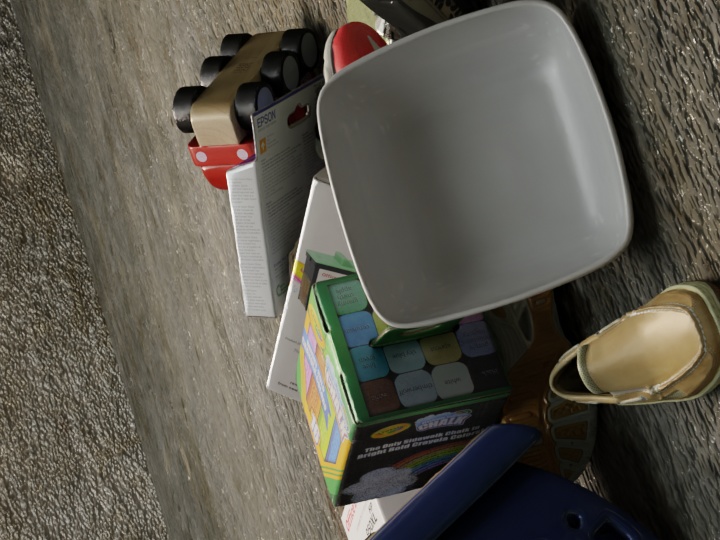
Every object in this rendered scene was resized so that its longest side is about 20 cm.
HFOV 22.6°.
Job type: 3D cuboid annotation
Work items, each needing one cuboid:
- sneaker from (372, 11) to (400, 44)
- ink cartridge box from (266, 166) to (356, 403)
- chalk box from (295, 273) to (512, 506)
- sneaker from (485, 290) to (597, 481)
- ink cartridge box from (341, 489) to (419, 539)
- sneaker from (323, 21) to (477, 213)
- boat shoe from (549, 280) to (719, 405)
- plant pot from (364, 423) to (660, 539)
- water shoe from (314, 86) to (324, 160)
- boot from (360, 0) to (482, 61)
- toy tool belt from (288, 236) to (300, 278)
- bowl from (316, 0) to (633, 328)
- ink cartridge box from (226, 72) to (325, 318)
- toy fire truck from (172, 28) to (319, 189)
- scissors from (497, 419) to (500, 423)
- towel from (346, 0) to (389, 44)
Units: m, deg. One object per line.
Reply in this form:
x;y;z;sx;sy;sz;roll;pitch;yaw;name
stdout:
0.052;-0.220;1.400;0.075;0.081;0.201;-120;25;-50;sneaker
0.000;0.000;1.521;0.145;0.084;0.201;-46;-27;-62;ink cartridge box
0.031;0.073;1.356;0.200;0.124;0.125;105;151;-58;chalk box
0.133;0.068;1.385;0.088;0.075;0.201;82;177;-83;sneaker
0.056;0.285;1.735;0.145;0.084;0.201;105;149;-56;ink cartridge box
0.043;-0.112;1.353;0.085;0.077;0.201;-46;64;44;sneaker
0.179;0.060;1.182;0.200;0.076;0.072;128;128;-69;boat shoe
0.090;0.237;1.299;0.180;0.200;0.200;47;155;8;plant pot
-0.007;-0.144;1.664;0.200;0.071;0.079;-177;77;-72;water shoe
0.077;-0.235;1.306;0.073;0.203;0.154;23;85;38;boot
0.005;0.039;1.670;0.123;0.124;0.201;98;154;-69;toy tool belt
0.085;-0.070;1.254;0.075;0.199;0.201;16;-124;-71;bowl
-0.068;-0.080;1.757;0.196;0.043;0.201;-39;-54;-60;ink cartridge box
-0.108;-0.126;1.847;0.176;0.128;0.201;-58;-41;-49;toy fire truck
0.071;0.121;1.469;0.199;0.014;0.074;-11;54;35;scissors
0.020;-0.217;1.556;0.200;0.036;0.149;-112;13;-56;towel
